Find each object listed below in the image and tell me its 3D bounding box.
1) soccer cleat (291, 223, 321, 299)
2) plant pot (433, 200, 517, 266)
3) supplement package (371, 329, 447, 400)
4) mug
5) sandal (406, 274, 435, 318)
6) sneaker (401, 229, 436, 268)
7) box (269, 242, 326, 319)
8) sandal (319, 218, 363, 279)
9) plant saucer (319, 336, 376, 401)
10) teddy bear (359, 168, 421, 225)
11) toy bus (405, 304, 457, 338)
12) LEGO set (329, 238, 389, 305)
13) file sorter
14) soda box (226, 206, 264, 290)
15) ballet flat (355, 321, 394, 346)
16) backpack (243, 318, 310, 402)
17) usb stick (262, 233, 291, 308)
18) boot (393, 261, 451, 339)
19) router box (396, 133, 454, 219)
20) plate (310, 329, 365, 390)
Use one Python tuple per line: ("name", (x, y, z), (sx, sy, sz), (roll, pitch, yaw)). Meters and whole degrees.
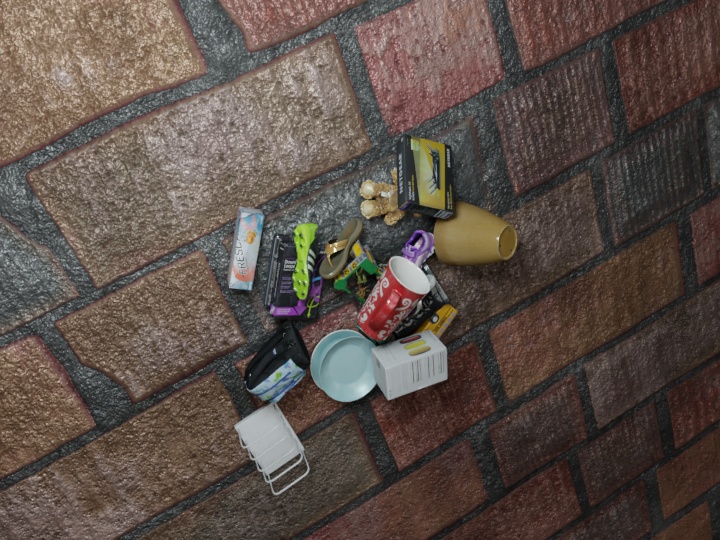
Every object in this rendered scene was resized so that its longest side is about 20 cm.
("soccer cleat", (-0.139, -0.023, 1.509), (0.080, 0.066, 0.207), (-19, 119, -47))
("plant pot", (0.338, -0.093, 1.616), (0.182, 0.197, 0.194), (-10, 106, -39))
("supplement package", (0.142, 0.270, 1.659), (0.194, 0.114, 0.113), (-16, 118, -17))
("mug", (0.068, 0.083, 1.538), (0.175, 0.135, 0.202), (-6, 140, -48))
("sandal", (0.149, 0.101, 1.640), (0.050, 0.083, 0.203), (40, 101, -19))
("sneaker", (0.145, -0.031, 1.635), (0.204, 0.079, 0.088), (-61, 151, -7))
("box", (-0.168, 0.030, 1.566), (0.139, 0.036, 0.207), (0, 105, -37))
("sandal", (-0.060, -0.068, 1.548), (0.054, 0.079, 0.203), (46, 64, -38))
("plant saucer", (-0.033, 0.284, 1.685), (0.194, 0.039, 0.208), (-6, 108, -19))
("teddy bear", (0.089, -0.201, 1.598), (0.194, 0.067, 0.150), (-21, 95, -12))
("toy bus", (0.206, 0.180, 1.755), (0.078, 0.065, 0.202), (35, 92, -28))
("LEGO set", (0.000, 0.000, 1.615), (0.197, 0.117, 0.154), (26, 116, -38))
("file sorter", (-0.251, 0.514, 1.656), (0.136, 0.124, 0.204), (-31, 114, -9))
("soda box", (-0.300, -0.056, 1.489), (0.061, 0.068, 0.207), (6, 105, -21))
("ballet flat", (0.065, 0.203, 1.710), (0.070, 0.067, 0.201), (-44, 117, -10))
("backpack", (-0.231, 0.266, 1.574), (0.197, 0.164, 0.155), (-34, 130, 0))
("usb stick", (-0.227, 0.002, 1.556), (0.054, 0.032, 0.207), (3, 105, -30))
("boot", (0.147, 0.082, 1.706), (0.197, 0.066, 0.167), (-34, 91, 9))
("router box", (0.176, -0.255, 1.560), (0.152, 0.052, 0.207), (8, 70, -23))
("plate", (-0.059, 0.268, 1.706), (0.193, 0.026, 0.207), (-7, 109, -19))
